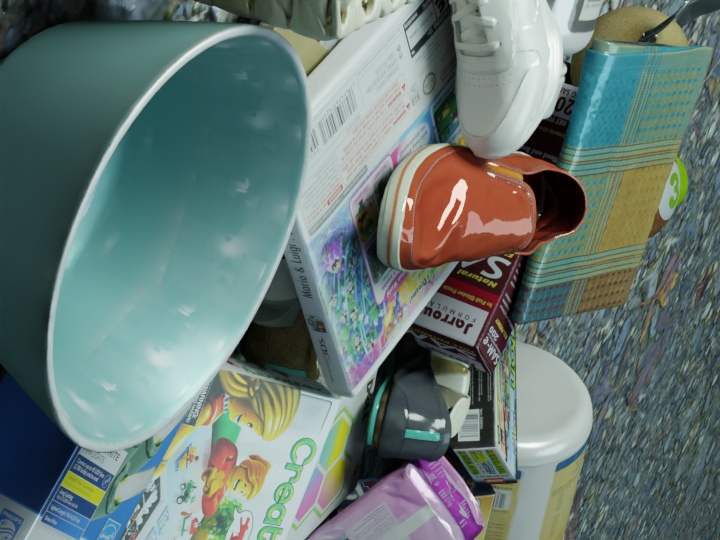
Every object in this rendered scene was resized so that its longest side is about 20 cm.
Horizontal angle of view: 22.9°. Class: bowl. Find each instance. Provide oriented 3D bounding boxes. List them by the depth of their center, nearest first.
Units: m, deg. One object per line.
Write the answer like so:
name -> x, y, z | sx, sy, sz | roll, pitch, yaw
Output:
bowl -> -0.117, -0.032, 0.798 | 0.201, 0.105, 0.202 | -50, 155, -34

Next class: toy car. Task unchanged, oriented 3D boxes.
toy car -> 0.210, -0.132, 1.329 | 0.200, 0.158, 0.164 | -51, 165, 31

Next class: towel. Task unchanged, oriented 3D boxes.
towel -> 0.171, -0.063, 1.226 | 0.146, 0.022, 0.201 | -6, 118, -50

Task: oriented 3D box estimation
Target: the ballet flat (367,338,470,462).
ballet flat -> 0.044, 0.087, 1.265 | 0.200, 0.073, 0.074 | -76, -175, -74

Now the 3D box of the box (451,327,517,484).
box -> 0.096, 0.054, 1.372 | 0.110, 0.034, 0.202 | 56, 32, -66

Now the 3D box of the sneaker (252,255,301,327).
sneaker -> -0.004, -0.055, 1.087 | 0.200, 0.074, 0.089 | -48, 155, -39

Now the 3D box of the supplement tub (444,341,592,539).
supplement tub -> 0.111, 0.176, 1.510 | 0.145, 0.144, 0.201 | -42, 149, -46

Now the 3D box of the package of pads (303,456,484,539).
package of pads -> -0.010, 0.213, 1.246 | 0.200, 0.076, 0.120 | -40, 173, 11

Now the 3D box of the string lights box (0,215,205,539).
string lights box -> -0.132, 0.058, 0.920 | 0.201, 0.059, 0.103 | -62, 159, -10

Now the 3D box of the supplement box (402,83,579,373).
supplement box -> 0.080, -0.043, 1.240 | 0.201, 0.108, 0.061 | -65, 158, -12

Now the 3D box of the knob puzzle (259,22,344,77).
knob puzzle -> 0.005, -0.181, 1.032 | 0.220, 0.030, 0.221 | -50, 153, -37

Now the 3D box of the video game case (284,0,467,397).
video game case -> 0.017, -0.057, 1.046 | 0.200, 0.024, 0.183 | -51, 138, -38

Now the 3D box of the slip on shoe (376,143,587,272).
slip on shoe -> 0.073, -0.037, 1.063 | 0.199, 0.061, 0.075 | -10, 109, -55

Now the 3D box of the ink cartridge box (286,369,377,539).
ink cartridge box -> -0.041, 0.117, 1.200 | 0.200, 0.059, 0.104 | -38, 144, -51

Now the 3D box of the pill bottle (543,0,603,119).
pill bottle -> 0.107, -0.206, 1.136 | 0.113, 0.113, 0.201 | -23, 134, -60

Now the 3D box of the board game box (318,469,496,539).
board game box -> 0.024, 0.251, 1.429 | 0.134, 0.035, 0.201 | -3, 125, -20

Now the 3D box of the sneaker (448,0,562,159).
sneaker -> 0.069, -0.167, 1.030 | 0.099, 0.075, 0.202 | 3, 92, -40

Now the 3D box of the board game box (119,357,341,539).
board game box -> -0.102, 0.149, 1.048 | 0.126, 0.035, 0.201 | 17, 98, -38

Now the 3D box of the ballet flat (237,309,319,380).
ballet flat -> 0.000, 0.000, 1.156 | 0.200, 0.072, 0.068 | -50, 155, -36

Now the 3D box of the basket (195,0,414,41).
basket -> -0.024, -0.213, 0.764 | 0.123, 0.135, 0.201 | -42, 142, -42
